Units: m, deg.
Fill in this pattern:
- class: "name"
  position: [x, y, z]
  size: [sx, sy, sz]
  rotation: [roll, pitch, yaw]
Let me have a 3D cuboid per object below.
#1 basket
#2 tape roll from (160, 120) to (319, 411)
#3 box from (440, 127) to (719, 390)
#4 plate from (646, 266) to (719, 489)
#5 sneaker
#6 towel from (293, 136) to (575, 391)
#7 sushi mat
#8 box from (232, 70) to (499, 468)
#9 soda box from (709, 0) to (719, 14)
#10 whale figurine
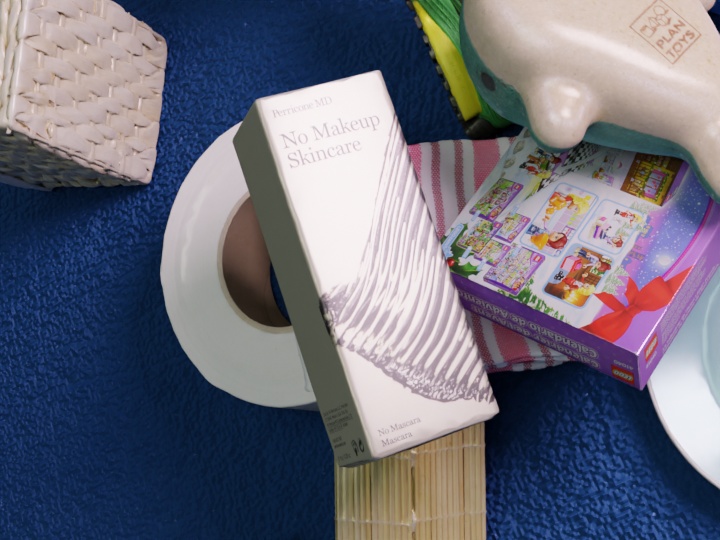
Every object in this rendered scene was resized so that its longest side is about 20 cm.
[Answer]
- class: "basket"
  position: [-0.239, -0.140, 0.868]
  size: [0.122, 0.200, 0.137]
  rotation: [3, 83, 20]
- class: "tape roll"
  position: [-0.034, -0.007, 0.813]
  size: [0.201, 0.071, 0.205]
  rotation: [-5, 79, 26]
- class: "box"
  position: [0.148, -0.043, 0.692]
  size: [0.136, 0.039, 0.200]
  rotation: [25, 65, 31]
- class: "plate"
  position: [0.261, 0.042, 0.683]
  size: [0.198, 0.026, 0.202]
  rotation: [-5, 79, 25]
- class: "sneaker"
  position: [0.067, -0.190, 0.766]
  size: [0.085, 0.078, 0.201]
  rotation: [-24, 108, 10]
- class: "towel"
  position: [0.052, -0.009, 0.726]
  size: [0.198, 0.030, 0.148]
  rotation: [-5, 79, -18]
- class: "sushi mat"
  position: [0.031, 0.152, 0.744]
  size: [0.095, 0.012, 0.202]
  rotation: [-1, 94, -3]
- class: "box"
  position: [0.000, 0.000, 0.661]
  size: [0.082, 0.068, 0.202]
  rotation: [-18, 83, -19]
- class: "soda box"
  position: [0.157, -0.225, 0.753]
  size: [0.199, 0.068, 0.065]
  rotation: [27, 92, 27]
- class: "whale figurine"
  position: [0.145, -0.108, 0.670]
  size: [0.200, 0.104, 0.159]
  rotation: [39, 64, 11]
